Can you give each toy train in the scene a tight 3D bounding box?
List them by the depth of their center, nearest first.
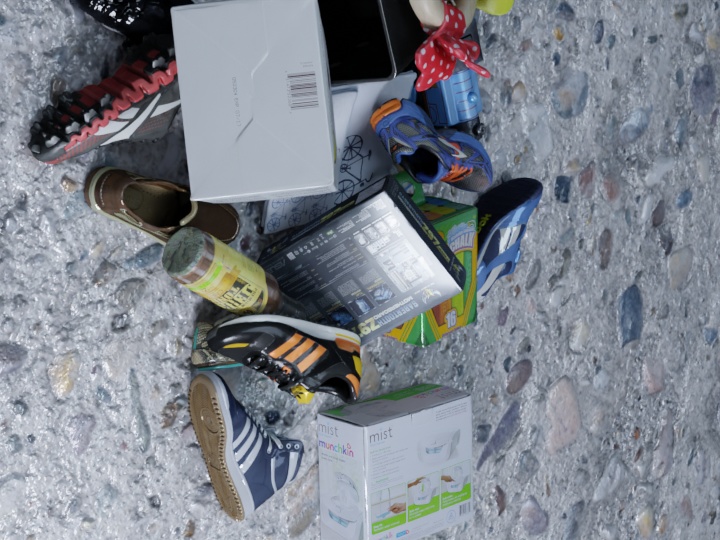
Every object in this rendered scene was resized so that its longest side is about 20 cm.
[{"bbox_3d":[0.099,-0.233,1.722,0.087,0.114,0.200,-28,114,-37],"label":"toy train"}]

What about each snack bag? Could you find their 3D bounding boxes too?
[{"bbox_3d":[-0.024,-0.141,1.647,0.200,0.021,0.189,-16,133,-36],"label":"snack bag"}]

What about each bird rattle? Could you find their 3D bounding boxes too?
[{"bbox_3d":[0.090,-0.306,1.530,0.163,0.113,0.200,55,51,-31],"label":"bird rattle"}]

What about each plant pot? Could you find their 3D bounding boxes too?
[{"bbox_3d":[-0.016,-0.334,1.584,0.177,0.200,0.200,-37,120,-49],"label":"plant pot"}]

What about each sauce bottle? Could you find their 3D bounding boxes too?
[{"bbox_3d":[-0.135,0.016,1.546,0.200,0.065,0.065,32,74,-46],"label":"sauce bottle"}]

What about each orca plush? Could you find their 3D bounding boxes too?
[{"bbox_3d":[-0.235,-0.294,1.451,0.200,0.071,0.105,34,73,-41],"label":"orca plush"}]

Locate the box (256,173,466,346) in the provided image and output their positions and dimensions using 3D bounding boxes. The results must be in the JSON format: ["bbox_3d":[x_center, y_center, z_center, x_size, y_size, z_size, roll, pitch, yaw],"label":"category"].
[{"bbox_3d":[0.000,0.000,1.618,0.158,0.200,0.051,51,27,-18],"label":"box"}]

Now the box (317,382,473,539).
[{"bbox_3d":[0.049,0.255,1.786,0.200,0.097,0.177,-12,104,-41],"label":"box"}]

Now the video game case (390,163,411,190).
[{"bbox_3d":[0.031,-0.197,1.755,0.143,0.018,0.200,-43,123,-30],"label":"video game case"}]

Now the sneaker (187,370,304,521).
[{"bbox_3d":[-0.132,0.188,1.622,0.108,0.070,0.200,-29,122,-32],"label":"sneaker"}]

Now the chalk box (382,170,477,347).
[{"bbox_3d":[0.065,-0.025,1.717,0.125,0.124,0.200,-24,120,-47],"label":"chalk box"}]

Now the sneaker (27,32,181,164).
[{"bbox_3d":[-0.255,-0.162,1.451,0.200,0.071,0.098,-39,138,-20],"label":"sneaker"}]

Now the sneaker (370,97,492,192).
[{"bbox_3d":[0.089,-0.132,1.663,0.200,0.075,0.078,22,45,-40],"label":"sneaker"}]

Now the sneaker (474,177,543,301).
[{"bbox_3d":[0.187,-0.044,1.892,0.200,0.074,0.082,-50,129,-17],"label":"sneaker"}]

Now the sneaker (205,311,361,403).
[{"bbox_3d":[-0.080,0.105,1.565,0.200,0.070,0.090,10,62,-34],"label":"sneaker"}]

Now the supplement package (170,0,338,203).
[{"bbox_3d":[-0.103,-0.170,1.423,0.147,0.200,0.191,-5,92,0],"label":"supplement package"}]

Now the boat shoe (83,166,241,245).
[{"bbox_3d":[-0.203,-0.062,1.514,0.202,0.075,0.075,12,88,-44],"label":"boat shoe"}]

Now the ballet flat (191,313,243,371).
[{"bbox_3d":[-0.113,0.084,1.634,0.200,0.068,0.075,6,79,-41],"label":"ballet flat"}]
